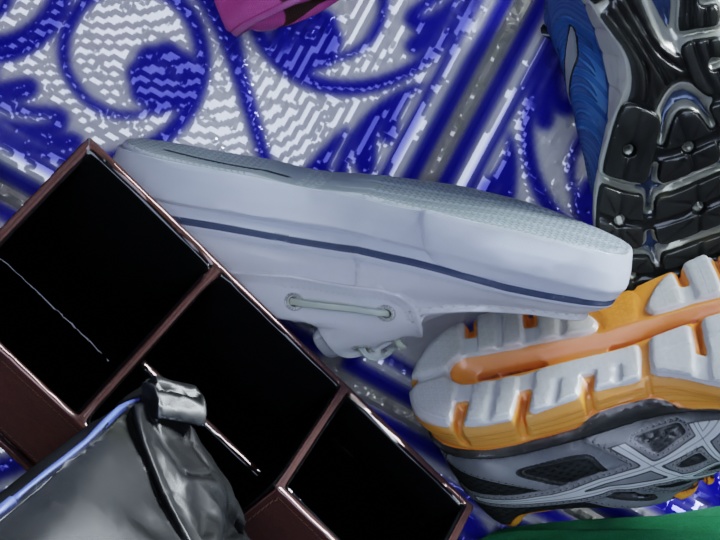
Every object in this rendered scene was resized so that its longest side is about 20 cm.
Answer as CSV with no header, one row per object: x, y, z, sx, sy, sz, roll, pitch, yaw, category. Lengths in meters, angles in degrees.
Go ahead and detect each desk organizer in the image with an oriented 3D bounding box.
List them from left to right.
-0.061,0.056,0.775,0.200,0.072,0.077,44,128,-7,desk organizer

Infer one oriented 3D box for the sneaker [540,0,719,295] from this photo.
0.113,-0.076,0.821,0.078,0.089,0.201,-9,109,-2,sneaker

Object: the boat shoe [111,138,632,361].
0.000,0.000,0.802,0.199,0.074,0.067,12,102,17,boat shoe

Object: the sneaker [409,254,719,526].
0.122,0.047,0.803,0.199,0.078,0.077,-8,130,13,sneaker

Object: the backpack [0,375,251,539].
-0.077,0.168,0.673,0.147,0.183,0.200,-38,91,27,backpack

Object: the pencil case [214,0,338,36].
-0.074,-0.175,0.798,0.200,0.094,0.091,50,39,-3,pencil case

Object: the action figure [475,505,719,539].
0.113,0.118,0.811,0.199,0.118,0.055,-2,100,1,action figure
